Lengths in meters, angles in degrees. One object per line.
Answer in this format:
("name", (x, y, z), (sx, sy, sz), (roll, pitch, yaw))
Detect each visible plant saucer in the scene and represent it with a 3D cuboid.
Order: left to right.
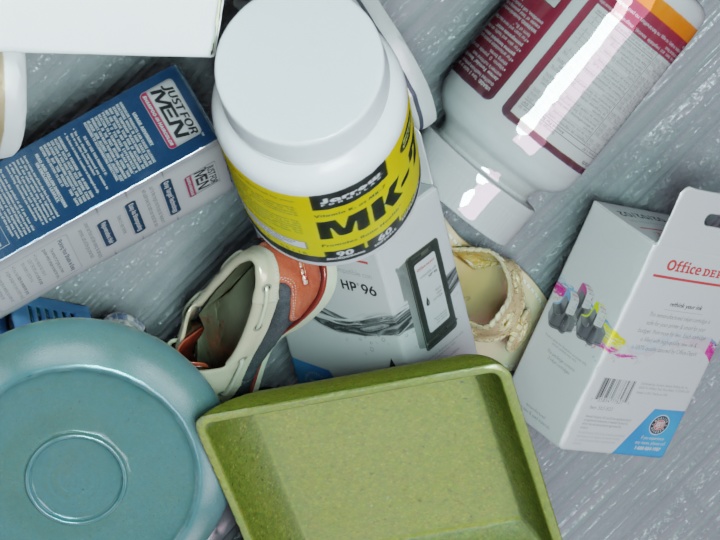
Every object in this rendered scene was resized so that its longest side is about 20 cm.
("plant saucer", (-0.178, 0.126, 1.659), (0.199, 0.027, 0.201), (-2, 112, -4))
("plant saucer", (0.018, 0.129, 1.682), (0.199, 0.048, 0.200), (-10, 131, 11))

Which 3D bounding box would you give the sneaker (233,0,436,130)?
("sneaker", (-0.029, -0.159, 1.648), (0.079, 0.078, 0.200), (-35, 111, -7))

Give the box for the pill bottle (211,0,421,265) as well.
("pill bottle", (-0.026, -0.084, 1.535), (0.114, 0.115, 0.200), (-32, 163, -5))

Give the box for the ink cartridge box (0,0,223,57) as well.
("ink cartridge box", (-0.172, -0.192, 1.503), (0.145, 0.200, 0.084), (-1, 114, -20))

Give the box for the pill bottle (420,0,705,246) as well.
("pill bottle", (0.121, -0.121, 1.704), (0.109, 0.110, 0.200), (34, 99, -30))

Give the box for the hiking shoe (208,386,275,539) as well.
("hiking shoe", (-0.084, 0.178, 1.764), (0.101, 0.076, 0.201), (39, 66, -40))

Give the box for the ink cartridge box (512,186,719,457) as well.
("ink cartridge box", (0.192, 0.024, 1.808), (0.115, 0.068, 0.201), (8, 112, -45))

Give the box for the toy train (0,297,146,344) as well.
("toy train", (-0.201, 0.113, 1.710), (0.114, 0.087, 0.201), (13, 111, -16))

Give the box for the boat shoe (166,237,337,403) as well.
("boat shoe", (-0.090, 0.046, 1.687), (0.062, 0.071, 0.200), (-11, 153, -44))

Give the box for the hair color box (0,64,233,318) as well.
("hair color box", (-0.181, -0.041, 1.627), (0.199, 0.061, 0.100), (-29, 166, -6))

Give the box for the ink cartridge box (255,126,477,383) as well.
("ink cartridge box", (0.000, 0.000, 1.702), (0.068, 0.116, 0.201), (-38, 126, -35))

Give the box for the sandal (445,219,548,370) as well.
("sandal", (0.070, 0.014, 1.771), (0.078, 0.070, 0.212), (-43, 121, 3))

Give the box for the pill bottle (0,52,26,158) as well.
("pill bottle", (-0.302, -0.113, 1.543), (0.199, 0.111, 0.111), (-6, 116, -19))
